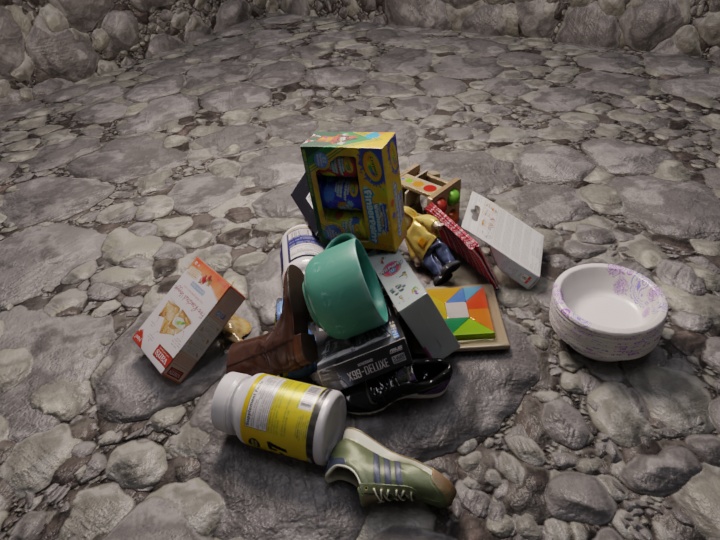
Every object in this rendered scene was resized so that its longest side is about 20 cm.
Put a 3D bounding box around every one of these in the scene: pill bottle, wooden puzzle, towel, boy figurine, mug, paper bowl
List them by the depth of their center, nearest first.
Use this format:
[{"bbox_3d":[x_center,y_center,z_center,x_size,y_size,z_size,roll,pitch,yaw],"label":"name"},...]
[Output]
[{"bbox_3d":[-0.130,0.229,0.941,0.195,0.117,0.115,9,37,18],"label":"pill bottle"},{"bbox_3d":[-0.030,0.033,1.021,0.112,0.155,0.185,-22,12,9],"label":"mug"},{"bbox_3d":[0.449,0.086,1.086,0.195,0.106,0.203,-2,36,2],"label":"paper bowl"},{"bbox_3d":[0.188,0.086,1.170,0.180,0.038,0.202,-4,36,1],"label":"wooden puzzle"},{"bbox_3d":[-0.115,0.000,1.256,0.108,0.113,0.202,-7,36,-5],"label":"pill bottle"},{"bbox_3d":[0.219,-0.055,1.281,0.022,0.145,0.201,-38,41,0],"label":"towel"},{"bbox_3d":[0.138,-0.070,1.282,0.064,0.125,0.202,-18,64,-40],"label":"boy figurine"}]

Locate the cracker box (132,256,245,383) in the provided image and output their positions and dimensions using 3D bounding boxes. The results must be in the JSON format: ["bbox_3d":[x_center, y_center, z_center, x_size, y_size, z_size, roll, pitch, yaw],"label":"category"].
[{"bbox_3d":[-0.327,0.091,1.122,0.133,0.058,0.202,30,80,39],"label":"cracker box"}]

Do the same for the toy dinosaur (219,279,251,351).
[{"bbox_3d":[-0.272,0.106,1.191,0.099,0.059,0.201,-4,40,-27],"label":"toy dinosaur"}]

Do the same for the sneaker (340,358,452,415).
[{"bbox_3d":[0.059,0.182,0.990,0.195,0.088,0.077,-13,64,-10],"label":"sneaker"}]

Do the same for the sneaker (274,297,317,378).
[{"bbox_3d":[-0.125,0.127,1.129,0.076,0.067,0.202,-3,36,-14],"label":"sneaker"}]

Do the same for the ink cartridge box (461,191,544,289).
[{"bbox_3d":[0.305,-0.068,1.288,0.197,0.051,0.163,30,40,-1],"label":"ink cartridge box"}]

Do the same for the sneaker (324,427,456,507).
[{"bbox_3d":[0.034,0.312,0.861,0.197,0.068,0.090,20,50,30],"label":"sneaker"}]

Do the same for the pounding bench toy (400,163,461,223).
[{"bbox_3d":[0.183,-0.178,1.456,0.154,0.127,0.199,25,45,34],"label":"pounding bench toy"}]

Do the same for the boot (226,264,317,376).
[{"bbox_3d":[-0.171,0.108,1.048,0.197,0.064,0.191,-26,59,32],"label":"boot"}]

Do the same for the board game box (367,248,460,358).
[{"bbox_3d":[0.093,0.053,1.089,0.064,0.149,0.201,-32,34,3],"label":"board game box"}]

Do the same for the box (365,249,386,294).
[{"bbox_3d":[0.000,0.000,1.200,0.045,0.162,0.199,19,41,36],"label":"box"}]

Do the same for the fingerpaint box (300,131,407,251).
[{"bbox_3d":[-0.009,-0.145,1.086,0.163,0.204,0.074,7,36,25],"label":"fingerpaint box"}]

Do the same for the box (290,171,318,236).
[{"bbox_3d":[-0.040,-0.135,1.360,0.180,0.105,0.201,27,18,-37],"label":"box"}]

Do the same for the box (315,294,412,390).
[{"bbox_3d":[0.000,0.126,1.048,0.154,0.051,0.201,-21,19,2],"label":"box"}]
